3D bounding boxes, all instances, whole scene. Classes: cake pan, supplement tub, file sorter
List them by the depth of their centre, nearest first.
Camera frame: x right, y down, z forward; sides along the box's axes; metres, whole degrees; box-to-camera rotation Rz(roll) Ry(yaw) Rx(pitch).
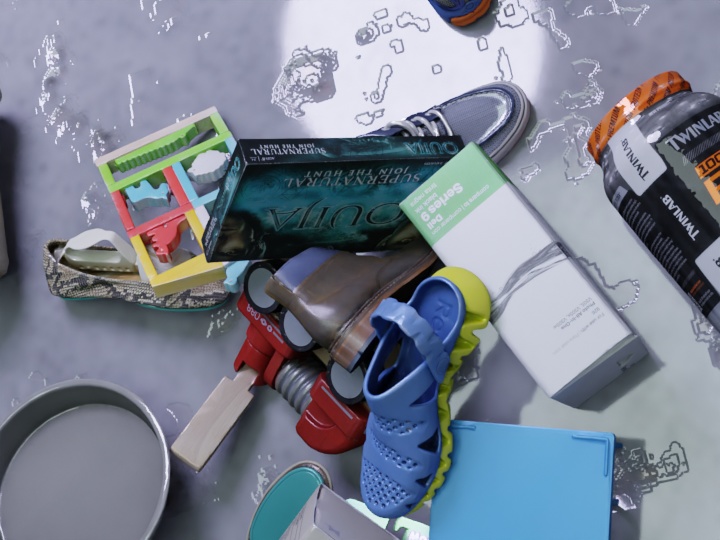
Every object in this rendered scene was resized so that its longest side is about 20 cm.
[{"bbox_3d":[0.279,-0.054,0.942,0.122,0.122,0.200,-40,72,9],"label":"supplement tub"},{"bbox_3d":[0.135,0.226,0.947,0.138,0.123,0.201,2,82,20],"label":"file sorter"},{"bbox_3d":[-0.260,0.199,1.081,0.199,0.037,0.202,-6,64,13],"label":"cake pan"}]

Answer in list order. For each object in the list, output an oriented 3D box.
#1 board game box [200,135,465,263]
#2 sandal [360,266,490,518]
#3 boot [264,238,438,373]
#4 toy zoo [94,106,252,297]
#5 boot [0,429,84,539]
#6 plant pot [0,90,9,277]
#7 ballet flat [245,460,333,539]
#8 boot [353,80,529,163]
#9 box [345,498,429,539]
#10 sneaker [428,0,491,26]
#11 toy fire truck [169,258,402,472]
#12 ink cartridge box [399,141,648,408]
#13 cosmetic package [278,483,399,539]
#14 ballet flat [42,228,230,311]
[{"bbox_3d":[-0.023,-0.059,0.991,0.199,0.136,0.028,-4,57,-25],"label":"board game box"},{"bbox_3d":[0.031,0.093,0.898,0.079,0.087,0.201,19,101,40],"label":"sandal"},{"bbox_3d":[0.000,0.000,0.990,0.097,0.200,0.075,36,121,5],"label":"boot"},{"bbox_3d":[-0.155,-0.057,1.097,0.131,0.021,0.201,-25,56,-8],"label":"toy zoo"},{"bbox_3d":[-0.273,0.218,1.124,0.199,0.070,0.133,9,75,13],"label":"boot"},{"bbox_3d":[-0.433,-0.071,1.172,0.199,0.200,0.185,-16,88,16],"label":"plant pot"},{"bbox_3d":[-0.071,0.254,1.043,0.069,0.069,0.201,30,98,21],"label":"ballet flat"},{"bbox_3d":[0.055,-0.108,1.045,0.199,0.090,0.073,-33,72,12],"label":"boot"},{"bbox_3d":[0.012,0.307,1.013,0.117,0.048,0.201,14,88,27],"label":"box"},{"bbox_3d":[0.052,-0.319,1.087,0.075,0.078,0.200,-39,71,9],"label":"sneaker"},{"bbox_3d":[-0.063,0.107,1.051,0.176,0.128,0.201,44,121,24],"label":"toy fire truck"},{"bbox_3d":[0.137,0.008,0.968,0.084,0.146,0.200,-40,71,9],"label":"ink cartridge box"},{"bbox_3d":[-0.058,0.288,0.958,0.087,0.103,0.200,35,99,-3],"label":"cosmetic package"},{"bbox_3d":[-0.221,-0.004,1.130,0.199,0.076,0.068,4,38,21],"label":"ballet flat"}]
